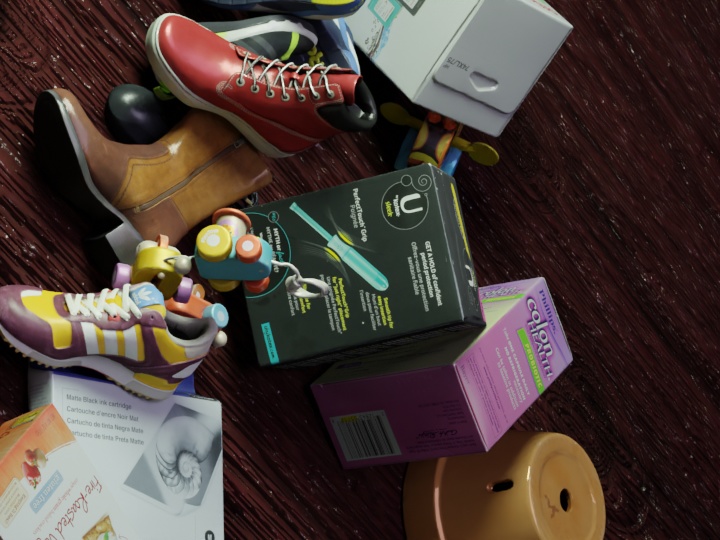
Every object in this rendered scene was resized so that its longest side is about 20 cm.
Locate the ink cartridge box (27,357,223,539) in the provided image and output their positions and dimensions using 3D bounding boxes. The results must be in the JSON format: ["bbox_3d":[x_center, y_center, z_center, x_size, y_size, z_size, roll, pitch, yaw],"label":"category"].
[{"bbox_3d":[-0.199,0.147,1.625,0.199,0.040,0.202,14,66,-47],"label":"ink cartridge box"}]

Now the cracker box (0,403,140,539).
[{"bbox_3d":[-0.234,0.223,1.463,0.201,0.057,0.134,60,29,-16],"label":"cracker box"}]

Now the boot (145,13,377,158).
[{"bbox_3d":[-0.081,-0.176,1.674,0.200,0.144,0.073,33,60,-37],"label":"boot"}]

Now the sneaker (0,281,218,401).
[{"bbox_3d":[-0.213,0.039,1.579,0.199,0.090,0.075,22,31,-40],"label":"sneaker"}]

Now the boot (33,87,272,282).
[{"bbox_3d":[-0.179,-0.115,1.684,0.200,0.068,0.189,-39,108,-33],"label":"boot"}]

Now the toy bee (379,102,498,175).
[{"bbox_3d":[0.086,-0.134,2.005,0.130,0.109,0.201,11,42,-13],"label":"toy bee"}]

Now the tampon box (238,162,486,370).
[{"bbox_3d":[0.000,0.000,1.769,0.126,0.199,0.151,15,63,-76],"label":"tampon box"}]

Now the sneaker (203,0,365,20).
[{"bbox_3d":[-0.085,-0.279,1.835,0.082,0.198,0.075,32,69,-78],"label":"sneaker"}]

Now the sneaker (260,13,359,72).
[{"bbox_3d":[-0.057,-0.258,1.922,0.201,0.074,0.082,71,16,6],"label":"sneaker"}]

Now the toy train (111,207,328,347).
[{"bbox_3d":[-0.127,0.003,1.641,0.150,0.199,0.056,28,55,-39],"label":"toy train"}]

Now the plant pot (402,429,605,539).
[{"bbox_3d":[0.159,0.248,1.943,0.199,0.139,0.202,22,60,-45],"label":"plant pot"}]

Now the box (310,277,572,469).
[{"bbox_3d":[0.082,0.101,1.870,0.200,0.175,0.097,-40,113,-50],"label":"box"}]

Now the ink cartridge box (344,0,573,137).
[{"bbox_3d":[0.086,-0.265,1.971,0.146,0.146,0.200,17,24,-46],"label":"ink cartridge box"}]

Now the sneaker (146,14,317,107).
[{"bbox_3d":[-0.122,-0.192,1.802,0.199,0.071,0.083,-12,88,-40],"label":"sneaker"}]

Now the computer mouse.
[{"bbox_3d":[-0.161,-0.113,1.776,0.200,0.034,0.059,34,51,-39],"label":"computer mouse"}]
